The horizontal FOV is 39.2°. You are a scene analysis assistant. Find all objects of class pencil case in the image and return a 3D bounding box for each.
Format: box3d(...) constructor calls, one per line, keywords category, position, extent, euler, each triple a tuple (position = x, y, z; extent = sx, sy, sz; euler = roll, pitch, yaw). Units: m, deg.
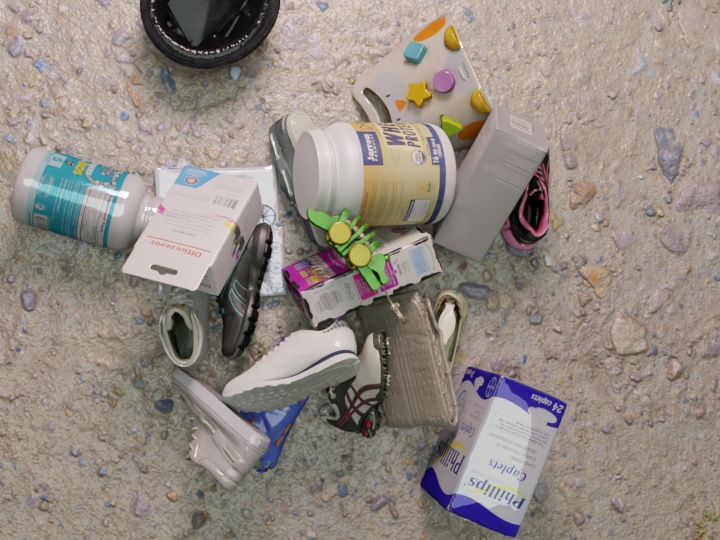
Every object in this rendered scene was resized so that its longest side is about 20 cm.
box3d(category="pencil case", position=(-0.120, 0.194, 1.454), extent=(0.087, 0.078, 0.200), euler=(28, 86, 19))

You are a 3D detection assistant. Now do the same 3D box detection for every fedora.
box3d(category="fedora", position=(-0.214, -0.376, 1.452), extent=(0.200, 0.092, 0.201), euler=(0, 89, -7))

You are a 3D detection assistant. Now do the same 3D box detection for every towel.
box3d(category="towel", position=(0.068, 0.130, 1.461), extent=(0.034, 0.132, 0.200), euler=(-15, 92, -43))

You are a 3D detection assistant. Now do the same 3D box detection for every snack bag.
box3d(category="snack bag", position=(-0.204, -0.058, 1.480), extent=(0.188, 0.021, 0.200), euler=(-2, 89, -6))

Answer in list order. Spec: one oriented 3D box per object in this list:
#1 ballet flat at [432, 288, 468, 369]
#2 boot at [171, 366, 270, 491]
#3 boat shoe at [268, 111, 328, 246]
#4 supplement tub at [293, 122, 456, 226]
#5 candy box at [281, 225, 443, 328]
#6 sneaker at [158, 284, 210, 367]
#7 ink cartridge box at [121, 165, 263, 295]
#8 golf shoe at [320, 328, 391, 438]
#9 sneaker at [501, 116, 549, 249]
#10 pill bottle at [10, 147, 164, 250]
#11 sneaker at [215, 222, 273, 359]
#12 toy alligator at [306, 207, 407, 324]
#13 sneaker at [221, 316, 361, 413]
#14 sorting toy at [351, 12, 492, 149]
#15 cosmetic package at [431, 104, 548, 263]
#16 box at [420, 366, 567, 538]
box3d(category="ballet flat", position=(0.111, 0.123, 1.491), extent=(0.069, 0.069, 0.200), euler=(15, 87, -6))
box3d(category="boot", position=(-0.219, 0.219, 1.407), extent=(0.200, 0.074, 0.096), euler=(34, 84, 36))
box3d(category="boat shoe", position=(-0.085, -0.131, 1.488), extent=(0.062, 0.073, 0.200), euler=(-10, 99, 36))
box3d(category="supplement tub", position=(0.017, -0.134, 1.412), extent=(0.200, 0.144, 0.145), euler=(-3, 89, -21))
box3d(category="candy box", position=(0.000, 0.000, 1.439), extent=(0.200, 0.136, 0.061), euler=(-24, 109, -8))
box3d(category="sneaker", position=(-0.244, 0.036, 1.407), extent=(0.074, 0.116, 0.200), euler=(-7, 89, -4))
box3d(category="ink cartridge box", position=(-0.225, -0.041, 1.376), extent=(0.115, 0.068, 0.200), euler=(14, 54, 14))
box3d(category="golf shoe", position=(-0.004, 0.162, 1.424), extent=(0.088, 0.077, 0.200), euler=(8, 130, -4))
box3d(category="sneaker", position=(0.253, -0.133, 1.501), extent=(0.079, 0.095, 0.200), euler=(-2, 87, -5))
box3d(category="pill bottle", position=(-0.374, -0.094, 1.416), extent=(0.200, 0.111, 0.111), euler=(16, 87, -7))
box3d(category="sneaker", position=(-0.179, 0.026, 1.445), extent=(0.079, 0.075, 0.200), euler=(10, 81, 2))
box3d(category="toy alligator", position=(0.010, -0.019, 1.338), extent=(0.054, 0.059, 0.200), euler=(-42, 92, -7))
box3d(category="sneaker", position=(-0.098, 0.132, 1.392), extent=(0.200, 0.076, 0.081), euler=(-20, 59, 6))
box3d(category="sorting toy", position=(0.088, -0.256, 1.497), extent=(0.180, 0.107, 0.200), euler=(-25, 91, 12))
box3d(category="cosmetic package", position=(0.182, -0.123, 1.445), extent=(0.090, 0.107, 0.200), euler=(22, 120, -6))
box3d(category="box", position=(0.183, 0.250, 1.437), extent=(0.105, 0.184, 0.200), euler=(22, 86, -7))
